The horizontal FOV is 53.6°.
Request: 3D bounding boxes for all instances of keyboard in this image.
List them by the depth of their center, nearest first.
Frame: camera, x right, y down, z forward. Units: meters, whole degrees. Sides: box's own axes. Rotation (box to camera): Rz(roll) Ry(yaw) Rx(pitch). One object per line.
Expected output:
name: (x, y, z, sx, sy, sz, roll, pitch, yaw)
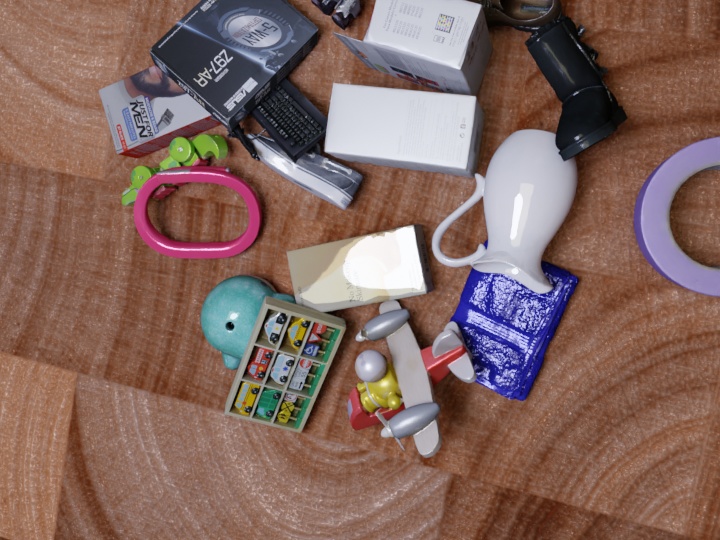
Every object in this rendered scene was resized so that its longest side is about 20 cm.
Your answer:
keyboard: (-0.134, -0.220, 1.054, 0.127, 0.021, 0.200, -42, 50, 1)

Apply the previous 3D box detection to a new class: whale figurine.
whale figurine: (-0.157, 0.100, 1.089, 0.159, 0.104, 0.200, -43, 89, 12)

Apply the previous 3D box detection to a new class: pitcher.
pitcher: (0.196, -0.087, 0.963, 0.170, 0.121, 0.201, 14, 81, 10)

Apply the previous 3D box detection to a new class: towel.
towel: (0.206, 0.071, 1.018, 0.147, 0.050, 0.201, 24, 99, 12)

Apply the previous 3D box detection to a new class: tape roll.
tape roll: (0.464, -0.068, 0.924, 0.199, 0.085, 0.202, 1, 92, 16)

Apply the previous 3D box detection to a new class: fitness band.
fitness band: (-0.253, -0.089, 1.110, 0.199, 0.037, 0.145, 0, 115, 2)

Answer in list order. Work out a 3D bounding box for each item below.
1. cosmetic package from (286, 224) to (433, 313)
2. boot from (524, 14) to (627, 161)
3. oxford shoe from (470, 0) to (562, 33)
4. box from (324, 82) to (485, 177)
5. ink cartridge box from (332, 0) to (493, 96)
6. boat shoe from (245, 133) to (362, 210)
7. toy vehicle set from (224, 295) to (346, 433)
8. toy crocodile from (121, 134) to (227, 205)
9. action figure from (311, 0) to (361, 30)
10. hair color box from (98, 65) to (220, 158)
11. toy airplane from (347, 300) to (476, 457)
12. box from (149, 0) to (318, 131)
cosmetic package: (0.000, 0.000, 1.059, 0.199, 0.071, 0.106, -12, 90, 15)
boot: (0.268, -0.239, 0.918, 0.073, 0.198, 0.163, -28, 96, 40)
oxford shoe: (0.177, -0.374, 0.988, 0.199, 0.084, 0.073, 4, 95, 16)
box: (0.065, -0.196, 1.005, 0.199, 0.124, 0.098, 9, 95, 14)
ink cartridge box: (0.077, -0.308, 0.956, 0.175, 0.200, 0.084, 20, 97, 12)
boat shoe: (-0.087, -0.167, 1.076, 0.199, 0.072, 0.068, 31, 87, 18)
toy vehicle set: (-0.114, 0.144, 1.061, 0.124, 0.027, 0.201, 16, 113, -15)
toy crocodile: (-0.297, -0.157, 1.134, 0.199, 0.067, 0.062, -32, 85, 14)
action figure: (0.017, -0.449, 1.037, 0.130, 0.069, 0.200, 42, 99, 15)
hair color box: (-0.305, -0.266, 1.134, 0.199, 0.064, 0.112, -19, 87, 14)
toy airplane: (0.059, 0.142, 0.991, 0.200, 0.141, 0.200, 7, 74, 55)
box: (-0.186, -0.334, 1.063, 0.160, 0.044, 0.200, 42, 79, 4)
